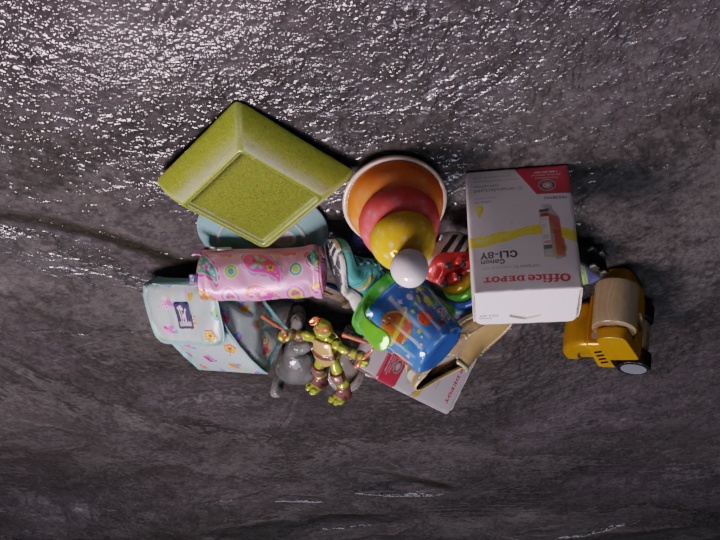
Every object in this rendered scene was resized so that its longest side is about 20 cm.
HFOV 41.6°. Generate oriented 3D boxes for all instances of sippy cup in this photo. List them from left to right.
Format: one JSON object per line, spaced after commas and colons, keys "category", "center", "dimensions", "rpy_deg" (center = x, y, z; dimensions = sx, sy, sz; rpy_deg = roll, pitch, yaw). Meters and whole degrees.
{"category": "sippy cup", "center": [0.078, 0.080, 1.440], "dimensions": [0.178, 0.130, 0.140], "rpy_deg": [-38, 157, -22]}

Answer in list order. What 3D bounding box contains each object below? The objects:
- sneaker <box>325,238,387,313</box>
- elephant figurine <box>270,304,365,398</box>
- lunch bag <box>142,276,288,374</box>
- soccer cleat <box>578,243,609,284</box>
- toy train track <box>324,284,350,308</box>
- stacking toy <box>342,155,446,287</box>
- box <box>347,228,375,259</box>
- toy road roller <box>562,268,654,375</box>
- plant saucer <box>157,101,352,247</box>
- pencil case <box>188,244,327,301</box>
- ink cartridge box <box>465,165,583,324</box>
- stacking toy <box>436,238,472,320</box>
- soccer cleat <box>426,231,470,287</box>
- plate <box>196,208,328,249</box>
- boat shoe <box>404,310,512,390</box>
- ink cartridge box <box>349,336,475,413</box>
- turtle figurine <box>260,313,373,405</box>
{"category": "sneaker", "center": [0.000, 0.000, 1.440], "dimensions": [0.079, 0.078, 0.200], "rpy_deg": [-24, 152, 6]}
{"category": "elephant figurine", "center": [-0.038, 0.145, 1.651], "dimensions": [0.199, 0.142, 0.155], "rpy_deg": [14, 141, -13]}
{"category": "lunch bag", "center": [-0.245, 0.080, 1.561], "dimensions": [0.170, 0.122, 0.200], "rpy_deg": [0, 144, 34]}
{"category": "soccer cleat", "center": [0.294, -0.024, 1.440], "dimensions": [0.200, 0.065, 0.084], "rpy_deg": [24, 144, -34]}
{"category": "toy train track", "center": [-0.089, 0.030, 1.567], "dimensions": [0.200, 0.033, 0.115], "rpy_deg": [22, 143, -29]}
{"category": "stacking toy", "center": [0.052, -0.047, 1.252], "dimensions": [0.146, 0.200, 0.147], "rpy_deg": [-2, 126, -2]}
{"category": "box", "center": [0.044, -0.049, 1.438], "dimensions": [0.121, 0.033, 0.200], "rpy_deg": [6, 149, -9]}
{"category": "toy road roller", "center": [0.402, 0.092, 1.580], "dimensions": [0.146, 0.123, 0.200], "rpy_deg": [-3, 151, 28]}
{"category": "plant saucer", "center": [-0.146, -0.111, 1.291], "dimensions": [0.199, 0.048, 0.200], "rpy_deg": [28, 134, -31]}
{"category": "pencil case", "center": [-0.149, 0.003, 1.411], "dimensions": [0.199, 0.088, 0.088], "rpy_deg": [-1, 149, 4]}
{"category": "ink cartridge box", "center": [0.220, -0.036, 1.290], "dimensions": [0.145, 0.201, 0.084], "rpy_deg": [-3, 149, 6]}
{"category": "stacking toy", "center": [0.160, 0.020, 1.506], "dimensions": [0.085, 0.086, 0.200], "rpy_deg": [-14, 142, 23]}
{"category": "soccer cleat", "center": [0.159, -0.028, 1.397], "dimensions": [0.200, 0.085, 0.069], "rpy_deg": [-14, 132, -36]}
{"category": "plate", "center": [-0.148, -0.052, 1.428], "dimensions": [0.199, 0.026, 0.200], "rpy_deg": [1, 143, 0]}
{"category": "boat shoe", "center": [0.163, 0.130, 1.510], "dimensions": [0.200, 0.076, 0.072], "rpy_deg": [-36, 125, 18]}
{"category": "ink cartridge box", "center": [0.099, 0.141, 1.628], "dimensions": [0.200, 0.148, 0.086], "rpy_deg": [33, 173, -42]}
{"category": "turtle figurine", "center": [-0.063, 0.133, 1.534], "dimensions": [0.199, 0.064, 0.162], "rpy_deg": [12, 129, 19]}
